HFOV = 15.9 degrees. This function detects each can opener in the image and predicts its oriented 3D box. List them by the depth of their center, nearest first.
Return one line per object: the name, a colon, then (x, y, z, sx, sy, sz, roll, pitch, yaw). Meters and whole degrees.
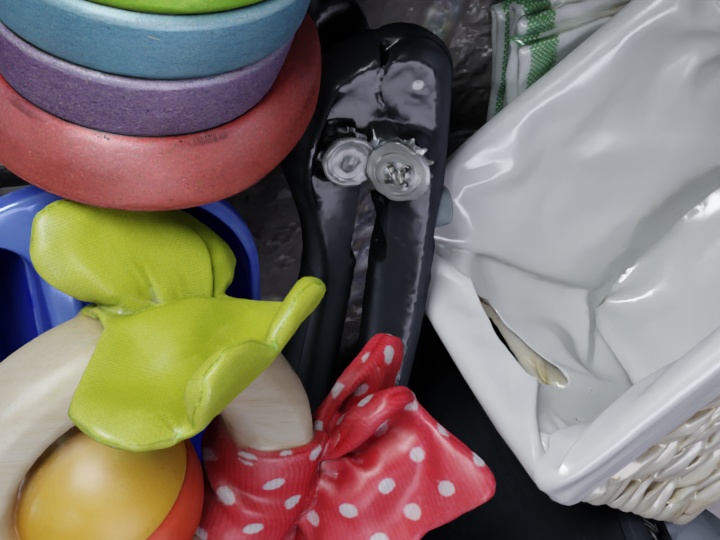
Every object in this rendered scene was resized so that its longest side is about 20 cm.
can opener: (0.000, 0.000, 0.914, 0.063, 0.079, 0.201, 1, 117, -2)

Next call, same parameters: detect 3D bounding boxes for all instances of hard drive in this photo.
hard drive: (0.041, 0.095, 1.008, 0.134, 0.200, 0.042, -29, 133, 2)

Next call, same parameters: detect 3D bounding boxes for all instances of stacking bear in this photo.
stacking bear: (-0.058, -0.128, 0.743, 0.121, 0.114, 0.201, 4, 128, -7)

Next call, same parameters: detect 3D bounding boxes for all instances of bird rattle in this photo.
bird rattle: (-0.062, 0.055, 0.835, 0.163, 0.113, 0.200, -34, 146, 2)

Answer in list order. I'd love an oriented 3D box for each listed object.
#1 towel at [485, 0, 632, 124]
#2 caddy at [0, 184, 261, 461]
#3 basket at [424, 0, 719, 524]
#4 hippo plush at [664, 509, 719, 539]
towel: (0.138, -0.076, 1.007, 0.199, 0.031, 0.150, -18, 145, -16)
caddy: (-0.106, 0.022, 0.897, 0.141, 0.105, 0.200, -18, 143, -12)
basket: (0.135, -0.014, 0.938, 0.200, 0.136, 0.123, -40, 147, 15)
hippo plush: (0.088, 0.158, 1.078, 0.161, 0.159, 0.201, -39, 146, -37)
